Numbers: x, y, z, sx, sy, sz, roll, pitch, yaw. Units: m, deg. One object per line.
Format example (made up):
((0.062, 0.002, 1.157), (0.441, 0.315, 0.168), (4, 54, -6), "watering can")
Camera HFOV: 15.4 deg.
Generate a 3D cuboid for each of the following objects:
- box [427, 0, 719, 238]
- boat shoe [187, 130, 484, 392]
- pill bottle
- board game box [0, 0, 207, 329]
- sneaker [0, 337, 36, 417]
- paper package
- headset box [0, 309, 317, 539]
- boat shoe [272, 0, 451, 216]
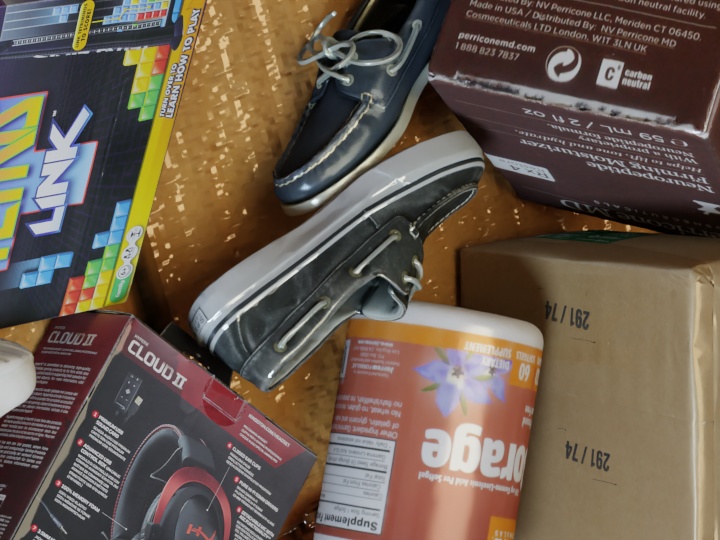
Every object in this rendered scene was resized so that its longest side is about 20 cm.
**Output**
((0.160, -0.130, 1.502), (0.165, 0.165, 0.200), (-71, 157, -13), "box")
((0.000, 0.000, 1.438), (0.200, 0.072, 0.071), (-36, 75, -23), "boat shoe")
((0.035, 0.122, 1.491), (0.112, 0.112, 0.201), (12, 84, -38), "pill bottle")
((-0.172, -0.062, 1.289), (0.165, 0.057, 0.200), (-14, 135, -38), "board game box")
((-0.240, 0.104, 1.304), (0.200, 0.078, 0.100), (-30, 117, -24), "sneaker")
((0.159, 0.075, 1.533), (0.103, 0.200, 0.191), (-5, 96, -38), "paper package")
((-0.123, 0.125, 1.387), (0.149, 0.075, 0.200), (39, 69, -34), "headset box")
((0.006, -0.116, 1.481), (0.200, 0.075, 0.062), (-52, 121, -22), "boat shoe")
